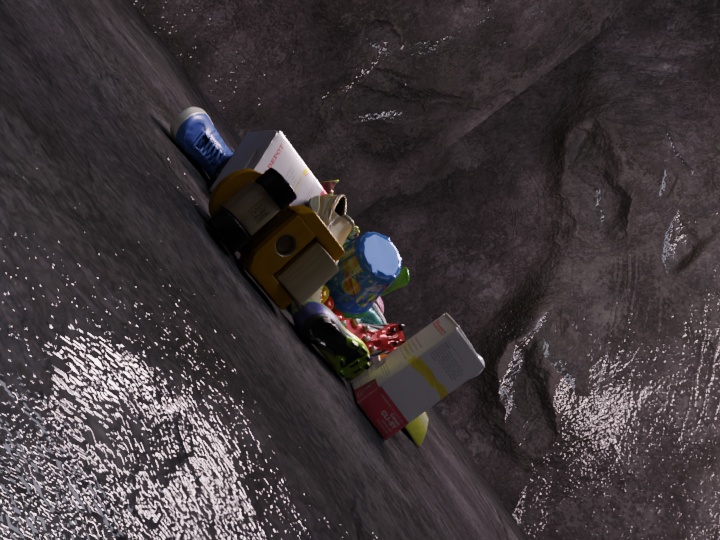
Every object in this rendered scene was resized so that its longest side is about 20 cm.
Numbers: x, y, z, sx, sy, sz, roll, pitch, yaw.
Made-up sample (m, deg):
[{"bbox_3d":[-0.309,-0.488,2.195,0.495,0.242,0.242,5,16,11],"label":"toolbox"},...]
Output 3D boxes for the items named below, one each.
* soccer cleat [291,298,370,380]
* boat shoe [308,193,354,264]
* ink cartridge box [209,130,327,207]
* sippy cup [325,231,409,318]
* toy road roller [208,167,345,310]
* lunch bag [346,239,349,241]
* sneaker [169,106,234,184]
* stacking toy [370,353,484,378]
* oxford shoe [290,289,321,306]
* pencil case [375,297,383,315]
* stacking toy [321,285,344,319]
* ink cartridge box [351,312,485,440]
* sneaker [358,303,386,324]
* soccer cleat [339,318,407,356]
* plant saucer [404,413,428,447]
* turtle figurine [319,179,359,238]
[{"bbox_3d":[-0.044,0.103,1.469,0.084,0.065,0.200,51,0,40],"label":"soccer cleat"},{"bbox_3d":[-0.048,-0.070,1.596,0.200,0.076,0.072,-95,165,-49],"label":"boat shoe"},{"bbox_3d":[-0.150,-0.127,1.662,0.085,0.148,0.200,4,-35,40],"label":"ink cartridge box"},{"bbox_3d":[0.000,0.000,1.682,0.140,0.130,0.178,54,45,2],"label":"sippy cup"},{"bbox_3d":[-0.133,-0.056,1.359,0.200,0.123,0.146,52,-10,-26],"label":"toy road roller"},{"bbox_3d":[-0.103,-0.053,2.008,0.170,0.122,0.200,25,-32,56],"label":"lunch bag"},{"bbox_3d":[-0.258,-0.206,1.661,0.111,0.077,0.200,44,-8,16],"label":"sneaker"},{"bbox_3d":[0.126,0.189,1.710,0.146,0.199,0.147,-13,90,-85],"label":"stacking toy"},{"bbox_3d":[-0.082,0.040,1.520,0.071,0.074,0.200,53,0,43],"label":"oxford shoe"},{"bbox_3d":[0.003,0.078,1.912,0.088,0.087,0.200,53,1,-4],"label":"pencil case"},{"bbox_3d":[-0.086,0.033,1.603,0.200,0.085,0.085,57,-1,-26],"label":"stacking toy"},{"bbox_3d":[0.091,0.168,1.541,0.084,0.200,0.145,53,2,-7],"label":"ink cartridge box"},{"bbox_3d":[-0.028,0.072,1.763,0.200,0.077,0.080,46,22,-16],"label":"sneaker"},{"bbox_3d":[-0.003,0.119,1.604,0.200,0.085,0.069,3,72,-51],"label":"soccer cleat"},{"bbox_3d":[0.072,0.229,1.911,0.200,0.048,0.200,62,2,40],"label":"plant saucer"},{"bbox_3d":[-0.063,-0.088,1.824,0.200,0.064,0.162,174,-99,-69],"label":"turtle figurine"}]
